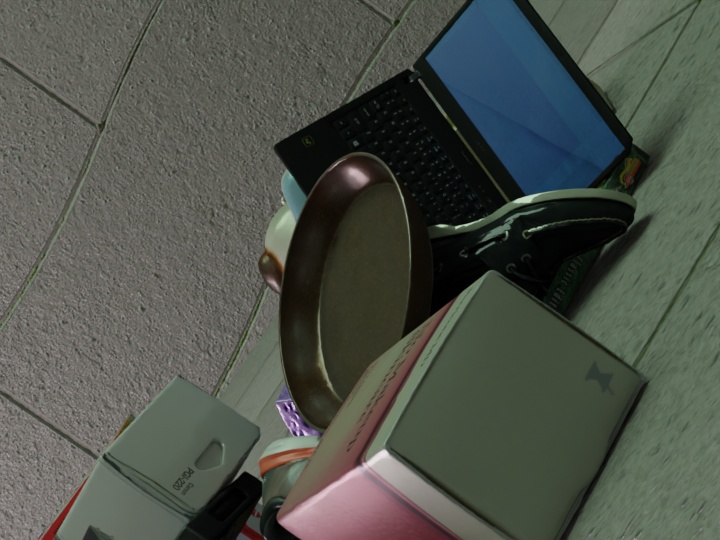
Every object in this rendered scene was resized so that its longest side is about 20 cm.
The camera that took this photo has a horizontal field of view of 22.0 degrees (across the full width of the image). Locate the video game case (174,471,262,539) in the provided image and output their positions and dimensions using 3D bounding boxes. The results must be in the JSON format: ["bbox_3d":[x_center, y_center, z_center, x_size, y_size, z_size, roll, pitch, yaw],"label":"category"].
[{"bbox_3d":[-0.143,0.244,1.292,0.200,0.025,0.181,-58,-5,9],"label":"video game case"}]

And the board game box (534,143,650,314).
[{"bbox_3d":[0.140,0.002,1.354,0.200,0.023,0.105,-58,5,-26],"label":"board game box"}]

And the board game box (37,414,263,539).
[{"bbox_3d":[-0.146,0.231,1.487,0.152,0.200,0.046,-53,7,26],"label":"board game box"}]

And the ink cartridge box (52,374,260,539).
[{"bbox_3d":[-0.170,0.196,1.364,0.200,0.085,0.146,-56,-3,27],"label":"ink cartridge box"}]

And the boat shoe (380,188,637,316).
[{"bbox_3d":[0.101,-0.004,1.284,0.199,0.075,0.066,-12,64,27],"label":"boat shoe"}]

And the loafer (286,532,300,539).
[{"bbox_3d":[0.010,0.159,1.361,0.070,0.068,0.201,5,39,38],"label":"loafer"}]

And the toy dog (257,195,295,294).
[{"bbox_3d":[-0.011,-0.027,1.733,0.140,0.194,0.200,-50,-17,16],"label":"toy dog"}]

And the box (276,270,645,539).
[{"bbox_3d":[0.051,0.104,1.059,0.128,0.109,0.200,-57,6,-27],"label":"box"}]

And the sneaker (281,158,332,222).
[{"bbox_3d":[0.000,0.000,1.408,0.074,0.200,0.082,-40,-3,31],"label":"sneaker"}]

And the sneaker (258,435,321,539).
[{"bbox_3d":[0.009,0.151,1.248,0.200,0.077,0.082,-19,51,43],"label":"sneaker"}]

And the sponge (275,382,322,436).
[{"bbox_3d":[-0.003,0.090,1.583,0.030,0.112,0.200,-15,28,32],"label":"sponge"}]

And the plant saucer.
[{"bbox_3d":[-0.001,0.017,1.310,0.200,0.034,0.200,-23,64,59],"label":"plant saucer"}]

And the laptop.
[{"bbox_3d":[0.065,-0.091,1.365,0.200,0.177,0.103,-31,-17,-13],"label":"laptop"}]

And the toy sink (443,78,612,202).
[{"bbox_3d":[0.123,-0.109,1.687,0.200,0.112,0.130,-54,5,13],"label":"toy sink"}]
